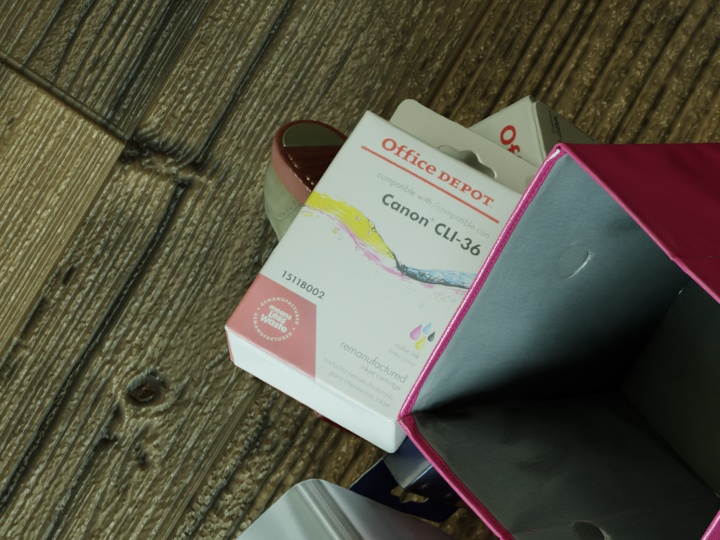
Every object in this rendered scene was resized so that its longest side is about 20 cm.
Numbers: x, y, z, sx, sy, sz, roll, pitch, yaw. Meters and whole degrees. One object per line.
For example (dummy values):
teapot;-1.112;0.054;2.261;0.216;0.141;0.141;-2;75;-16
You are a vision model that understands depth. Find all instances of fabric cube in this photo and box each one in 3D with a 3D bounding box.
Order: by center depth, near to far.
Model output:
fabric cube;0.182;0.064;1.498;0.200;0.199;0.196;48;122;31

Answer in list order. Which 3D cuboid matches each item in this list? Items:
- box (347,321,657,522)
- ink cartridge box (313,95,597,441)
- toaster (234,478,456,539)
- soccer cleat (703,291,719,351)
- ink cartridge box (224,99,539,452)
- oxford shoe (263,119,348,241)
box;0.095;0.088;1.670;0.200;0.121;0.032;-43;59;17
ink cartridge box;0.062;0.004;1.765;0.200;0.083;0.147;-27;56;28
toaster;-0.020;0.236;1.646;0.181;0.200;0.119;-48;51;13
soccer cleat;0.276;0.044;1.587;0.200;0.068;0.073;12;100;40
ink cartridge box;0.022;-0.010;1.643;0.116;0.068;0.200;29;72;11
oxford shoe;0.000;0.000;1.732;0.200;0.070;0.075;61;146;32
